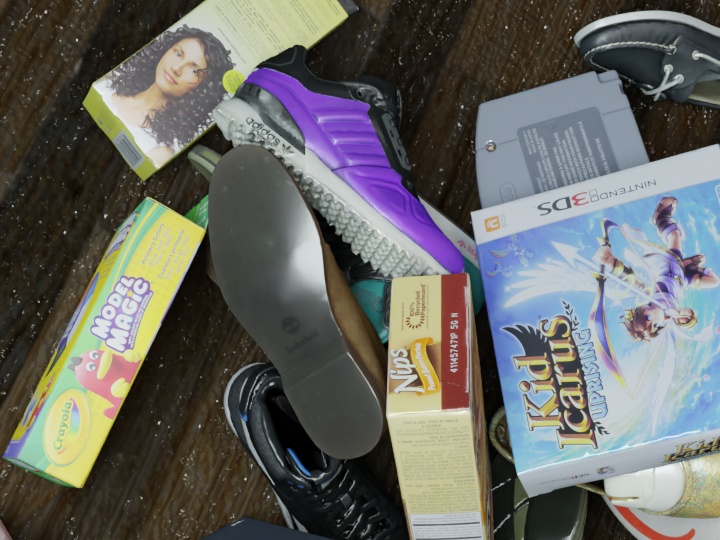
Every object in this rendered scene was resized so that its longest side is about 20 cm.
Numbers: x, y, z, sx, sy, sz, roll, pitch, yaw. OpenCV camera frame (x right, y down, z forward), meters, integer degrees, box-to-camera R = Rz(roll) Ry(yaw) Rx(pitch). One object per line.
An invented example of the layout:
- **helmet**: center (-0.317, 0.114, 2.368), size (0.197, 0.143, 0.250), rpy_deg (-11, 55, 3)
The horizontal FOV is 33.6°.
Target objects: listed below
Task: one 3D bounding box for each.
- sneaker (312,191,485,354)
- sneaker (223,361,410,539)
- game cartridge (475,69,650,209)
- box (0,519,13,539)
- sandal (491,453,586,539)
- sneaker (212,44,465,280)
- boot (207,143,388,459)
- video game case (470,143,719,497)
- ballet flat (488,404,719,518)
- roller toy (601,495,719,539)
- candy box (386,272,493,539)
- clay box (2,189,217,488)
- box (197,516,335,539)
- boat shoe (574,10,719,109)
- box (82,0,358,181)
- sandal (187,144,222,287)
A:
- **sneaker**: center (0.000, 0.000, 0.856), size (0.199, 0.083, 0.122), rpy_deg (34, 62, -16)
- **sneaker**: center (-0.020, 0.152, 0.804), size (0.073, 0.112, 0.201), rpy_deg (-39, 96, -13)
- **game cartridge**: center (0.157, -0.049, 0.895), size (0.131, 0.041, 0.203), rpy_deg (-13, 63, 2)
- **box**: center (-0.280, 0.241, 0.710), size (0.199, 0.075, 0.101), rpy_deg (-34, 96, -24)
- **sandal**: center (0.133, 0.219, 0.884), size (0.078, 0.057, 0.205), rpy_deg (-5, 71, 18)
- **sneaker**: center (0.006, -0.077, 0.795), size (0.199, 0.070, 0.100), rpy_deg (40, 75, 0)
- **boot**: center (-0.035, 0.016, 0.752), size (0.073, 0.075, 0.203), rpy_deg (-24, 90, 20)
- **video game case**: center (0.176, 0.030, 0.791), size (0.178, 0.046, 0.203), rpy_deg (-16, 58, 13)
- **ballet flat**: center (0.168, 0.128, 0.809), size (0.070, 0.198, 0.072), rpy_deg (-13, 109, -42)
- **roller toy**: center (0.249, 0.115, 0.882), size (0.138, 0.199, 0.185), rpy_deg (-21, 104, -23)
- **candy box**: center (0.056, 0.114, 0.787), size (0.054, 0.202, 0.117), rpy_deg (-4, 43, 9)
- **clay box**: center (-0.160, 0.036, 0.764), size (0.047, 0.115, 0.203), rpy_deg (27, 73, -15)
- **box**: center (-0.057, 0.262, 0.730), size (0.103, 0.200, 0.185), rpy_deg (-21, 90, -22)
- **boat shoe**: center (0.267, -0.170, 0.991), size (0.197, 0.076, 0.061), rpy_deg (1, 77, -22)
- **box**: center (-0.098, -0.154, 0.851), size (0.200, 0.050, 0.076), rpy_deg (-44, 100, -22)
- **sandal**: center (-0.073, 0.006, 0.828), size (0.057, 0.080, 0.204), rpy_deg (-25, 93, -9)
